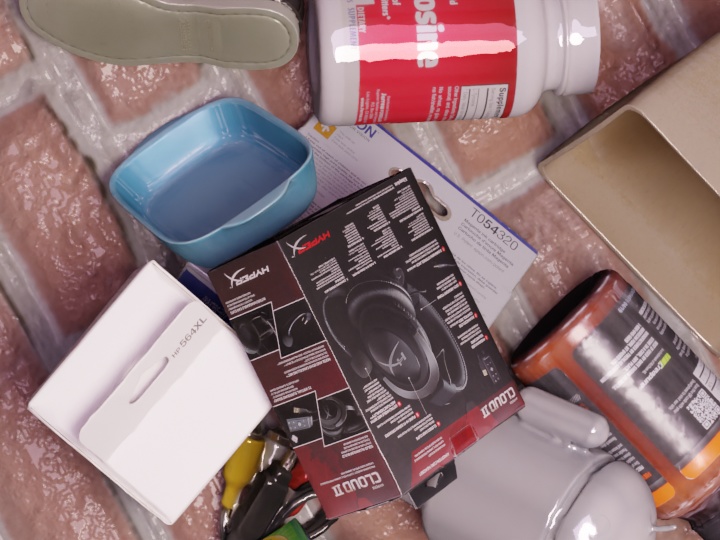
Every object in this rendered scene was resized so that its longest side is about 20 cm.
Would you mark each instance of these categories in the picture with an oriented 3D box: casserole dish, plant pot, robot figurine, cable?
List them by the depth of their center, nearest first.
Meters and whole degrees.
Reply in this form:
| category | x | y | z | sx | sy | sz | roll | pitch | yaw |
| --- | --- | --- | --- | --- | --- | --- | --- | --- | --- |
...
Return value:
| category | x | y | z | sx | sy | sz | roll | pitch | yaw |
| --- | --- | --- | --- | --- | --- | --- | --- | --- | --- |
| casserole dish | -0.098 | -0.058 | 1.609 | 0.121 | 0.200 | 0.039 | -36 | 119 | -11 |
| robot figurine | 0.122 | 0.164 | 1.628 | 0.199 | 0.113 | 0.171 | 27 | 120 | 26 |
| plant pot | 0.278 | -0.081 | 1.649 | 0.200 | 0.200 | 0.177 | 45 | 72 | -3 |
| cable | -0.087 | 0.195 | 1.676 | 0.097 | 0.050 | 0.201 | 31 | 98 | -27 |

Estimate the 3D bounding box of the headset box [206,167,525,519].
| category | x | y | z | sx | sy | sz | roll | pitch | yaw |
| --- | --- | --- | --- | --- | --- | --- | --- | --- | --- |
| headset box | 0.011 | 0.055 | 1.529 | 0.149 | 0.077 | 0.201 | -31 | 98 | -46 |

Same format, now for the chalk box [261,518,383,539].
| category | x | y | z | sx | sy | sz | roll | pitch | yaw |
| --- | --- | --- | --- | --- | --- | --- | --- | --- | --- |
| chalk box | -0.051 | 0.265 | 1.608 | 0.199 | 0.124 | 0.125 | -32 | 107 | -2 |

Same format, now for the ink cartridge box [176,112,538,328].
| category | x | y | z | sx | sy | sz | roll | pitch | yaw |
| --- | --- | --- | --- | --- | --- | --- | --- | --- | --- |
| ink cartridge box | 0.000 | 0.000 | 1.657 | 0.196 | 0.043 | 0.200 | 39 | 54 | 0 |

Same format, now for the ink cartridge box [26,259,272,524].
| category | x | y | z | sx | sy | sz | roll | pitch | yaw |
| --- | --- | --- | --- | --- | --- | --- | --- | --- | --- |
| ink cartridge box | -0.139 | 0.082 | 1.581 | 0.125 | 0.200 | 0.129 | 40 | 84 | -5 |

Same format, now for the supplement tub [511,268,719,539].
| category | x | y | z | sx | sy | sz | roll | pitch | yaw |
| --- | --- | --- | --- | --- | --- | --- | --- | --- | --- |
| supplement tub | 0.207 | 0.103 | 1.669 | 0.107 | 0.107 | 0.200 | -43 | 93 | -6 |

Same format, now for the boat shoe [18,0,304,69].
| category | x | y | z | sx | sy | sz | roll | pitch | yaw |
| --- | --- | --- | --- | --- | --- | --- | --- | --- | --- |
| boat shoe | -0.139 | -0.187 | 1.663 | 0.200 | 0.061 | 0.072 | 8 | 132 | 2 |

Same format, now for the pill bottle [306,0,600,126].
| category | x | y | z | sx | sy | sz | roll | pitch | yaw |
| --- | --- | --- | --- | --- | --- | --- | --- | --- | --- |
| pill bottle | 0.065 | -0.162 | 1.657 | 0.198 | 0.112 | 0.113 | -4 | 89 | -7 |
